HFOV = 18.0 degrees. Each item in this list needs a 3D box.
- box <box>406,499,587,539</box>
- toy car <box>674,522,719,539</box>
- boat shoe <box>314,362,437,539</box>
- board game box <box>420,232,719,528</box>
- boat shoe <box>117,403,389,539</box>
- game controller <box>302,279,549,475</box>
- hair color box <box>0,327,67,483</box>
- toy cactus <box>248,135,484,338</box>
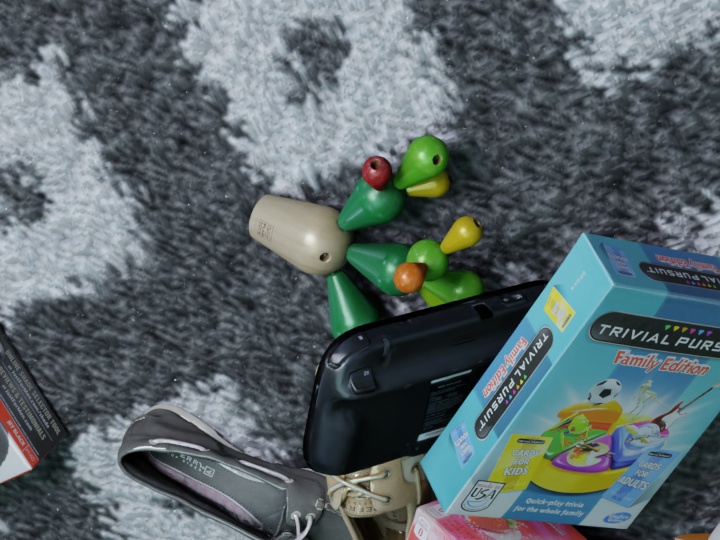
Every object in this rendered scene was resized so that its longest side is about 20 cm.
[{"bbox_3d":[0.119,0.238,1.464,0.200,0.095,0.103,40,127,34],"label":"box"},{"bbox_3d":[0.291,0.199,1.415,0.200,0.177,0.185,29,111,40],"label":"toy car"},{"bbox_3d":[0.012,0.130,1.471,0.071,0.065,0.200,4,144,21],"label":"boat shoe"},{"bbox_3d":[0.151,0.073,1.395,0.151,0.047,0.200,8,129,-34],"label":"board game box"},{"bbox_3d":[-0.078,0.160,1.572,0.200,0.057,0.067,25,120,9],"label":"boat shoe"},{"bbox_3d":[0.049,0.067,1.409,0.042,0.200,0.105,46,133,34],"label":"game controller"},{"bbox_3d":[-0.323,0.124,1.650,0.200,0.061,0.102,-26,102,29],"label":"hair color box"},{"bbox_3d":[0.000,0.000,1.456,0.165,0.102,0.200,22,131,23],"label":"toy cactus"}]
